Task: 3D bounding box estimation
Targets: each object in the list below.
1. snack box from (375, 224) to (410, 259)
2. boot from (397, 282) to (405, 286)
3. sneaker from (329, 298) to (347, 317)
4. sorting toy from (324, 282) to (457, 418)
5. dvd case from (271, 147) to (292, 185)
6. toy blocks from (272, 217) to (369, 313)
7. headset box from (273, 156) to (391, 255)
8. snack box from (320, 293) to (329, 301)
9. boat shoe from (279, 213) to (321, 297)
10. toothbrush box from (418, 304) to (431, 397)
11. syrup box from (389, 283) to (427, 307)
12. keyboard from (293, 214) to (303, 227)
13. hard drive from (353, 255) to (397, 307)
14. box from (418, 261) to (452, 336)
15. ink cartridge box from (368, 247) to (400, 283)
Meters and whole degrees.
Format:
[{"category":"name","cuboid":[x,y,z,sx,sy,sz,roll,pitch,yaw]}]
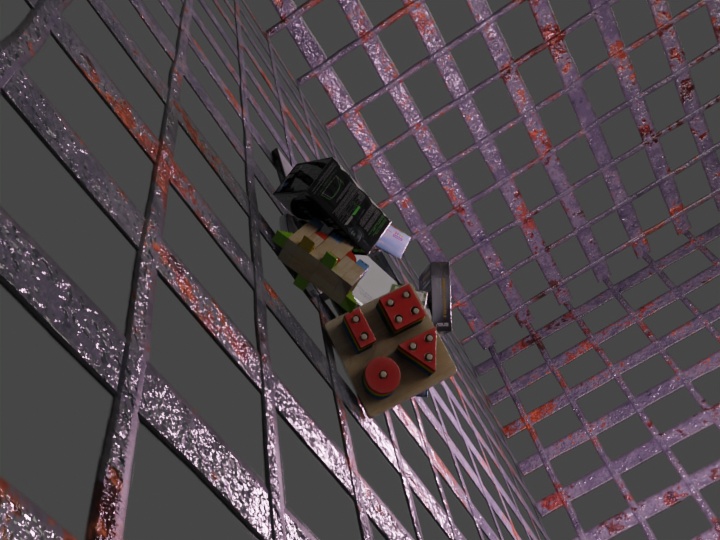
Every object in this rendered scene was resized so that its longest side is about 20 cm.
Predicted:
[{"category":"snack box","cuboid":[0.002,-0.116,1.941,0.167,0.069,0.199,27,2,-42]},{"category":"boot","cuboid":[0.104,0.123,1.958,0.073,0.074,0.204,38,-51,56]},{"category":"sneaker","cuboid":[-0.035,0.040,1.735,0.089,0.067,0.203,31,30,-49]},{"category":"sorting toy","cuboid":[0.061,0.143,1.498,0.201,0.197,0.070,62,-17,15]},{"category":"dvd case","cuboid":[-0.161,-0.198,1.959,0.151,0.024,0.202,53,10,-41]},{"category":"toy blocks","cuboid":[-0.062,-0.023,1.516,0.198,0.101,0.137,36,30,5]},{"category":"headset box","cuboid":[-0.055,-0.123,1.609,0.200,0.093,0.173,45,-18,-24]},{"category":"snack box","cuboid":[-0.077,-0.017,1.720,0.073,0.024,0.201,59,19,-25]},{"category":"boat shoe","cuboid":[-0.108,-0.043,1.605,0.072,0.065,0.202,47,15,-54]},{"category":"toothbrush box","cuboid":[0.116,0.173,1.848,0.147,0.083,0.205,-94,-174,-70]},{"category":"syrup box","cuboid":[0.077,0.140,1.583,0.082,0.077,0.204,101,2,-69]},{"category":"keyboard","cuboid":[-0.108,-0.049,1.793,0.201,0.039,0.106,55,32,-40]},{"category":"hard drive","cuboid":[0.014,0.040,1.716,0.132,0.025,0.201,42,27,-10]},{"category":"box","cuboid":[0.179,0.077,1.892,0.200,0.047,0.162,111,-21,-78]},{"category":"ink cartridge box","cuboid":[0.060,0.041,2.029,0.199,0.040,0.202,-16,-72,57]}]
